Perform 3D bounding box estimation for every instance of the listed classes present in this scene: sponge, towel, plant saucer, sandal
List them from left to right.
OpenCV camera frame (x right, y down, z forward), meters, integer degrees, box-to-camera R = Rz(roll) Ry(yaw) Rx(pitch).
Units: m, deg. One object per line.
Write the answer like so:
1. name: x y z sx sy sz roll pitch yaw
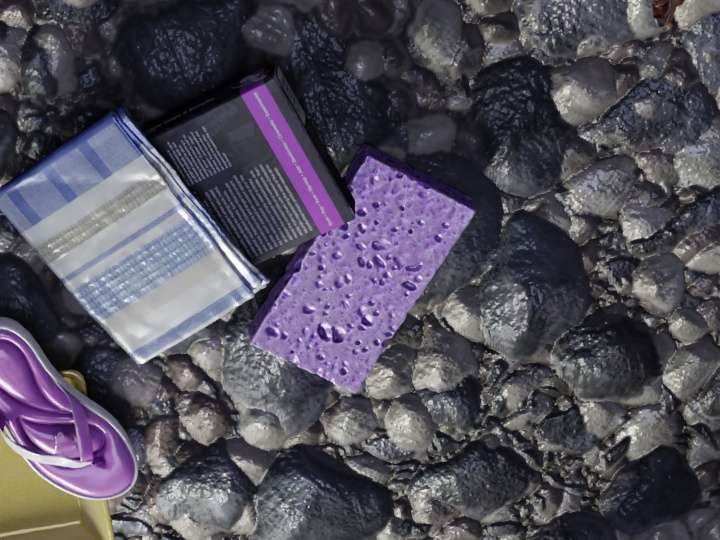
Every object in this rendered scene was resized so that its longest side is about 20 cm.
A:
1. plant saucer: -0.323 0.177 1.689 0.198 0.049 0.202 -9 117 -4
2. sandal: -0.263 0.128 1.620 0.082 0.050 0.203 -35 116 9
3. towel: -0.187 -0.025 1.587 0.146 0.024 0.200 -31 112 21
4. sponge: 0.000 0.000 1.662 0.111 0.030 0.201 27 109 -19

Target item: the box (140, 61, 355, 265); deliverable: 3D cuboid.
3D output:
1. box: -0.122 -0.066 1.595 0.199 0.036 0.144 -24 116 12

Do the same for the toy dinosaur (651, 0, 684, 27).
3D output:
1. toy dinosaur: 0.294 -0.284 1.546 0.198 0.086 0.137 -23 129 -16
